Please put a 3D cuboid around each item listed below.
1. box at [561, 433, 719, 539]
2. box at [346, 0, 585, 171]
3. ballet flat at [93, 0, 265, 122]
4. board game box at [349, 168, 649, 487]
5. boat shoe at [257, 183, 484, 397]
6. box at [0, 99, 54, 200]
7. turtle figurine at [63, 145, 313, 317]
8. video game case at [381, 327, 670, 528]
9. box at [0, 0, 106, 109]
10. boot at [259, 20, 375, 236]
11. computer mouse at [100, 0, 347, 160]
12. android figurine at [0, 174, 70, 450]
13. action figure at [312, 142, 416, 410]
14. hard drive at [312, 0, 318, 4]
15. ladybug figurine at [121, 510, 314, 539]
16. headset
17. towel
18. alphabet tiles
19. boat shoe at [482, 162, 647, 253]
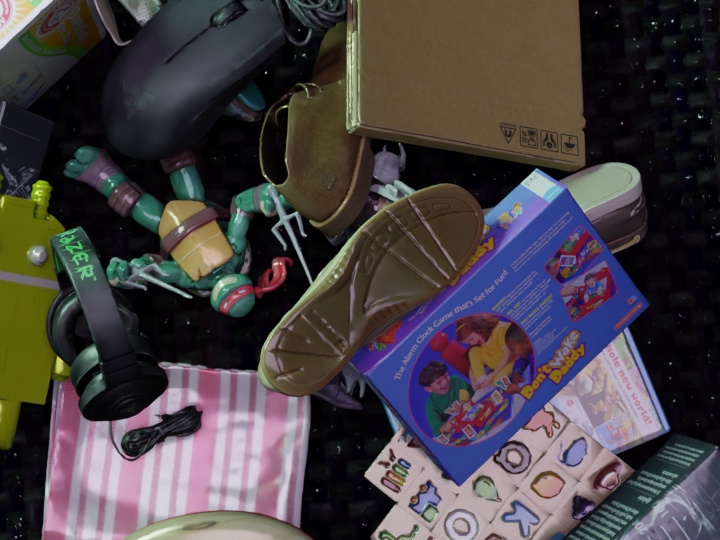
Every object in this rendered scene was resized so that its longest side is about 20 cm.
[{"bbox_3d":[0.239,0.261,1.496,0.196,0.124,0.200,-42,94,-4],"label":"box"},{"bbox_3d":[0.081,-0.169,1.545,0.199,0.021,0.164,8,71,-26],"label":"box"},{"bbox_3d":[-0.153,-0.183,1.579,0.074,0.074,0.200,-35,84,-5],"label":"ballet flat"},{"bbox_3d":[0.102,0.043,1.500,0.200,0.045,0.135,-42,123,-5],"label":"board game box"},{"bbox_3d":[0.002,0.011,1.444,0.200,0.065,0.071,-40,94,-13],"label":"boat shoe"},{"bbox_3d":[-0.349,-0.057,1.477,0.104,0.200,0.183,8,81,43],"label":"box"},{"bbox_3d":[-0.130,-0.030,1.538,0.149,0.101,0.200,-34,72,-14],"label":"turtle figurine"},{"bbox_3d":[0.121,0.096,1.572,0.199,0.018,0.144,-22,84,-4],"label":"video game case"},{"bbox_3d":[-0.267,-0.199,1.501,0.101,0.200,0.113,-43,87,-6],"label":"box"},{"bbox_3d":[-0.028,-0.125,1.524,0.075,0.074,0.201,32,44,-28],"label":"boot"},{"bbox_3d":[-0.121,-0.171,1.503,0.138,0.053,0.200,40,87,14],"label":"computer mouse"},{"bbox_3d":[-0.269,0.028,1.473,0.041,0.182,0.201,13,88,43],"label":"android figurine"},{"bbox_3d":[0.000,0.000,1.529,0.069,0.130,0.201,15,93,-25],"label":"action figure"},{"bbox_3d":[-0.032,-0.323,1.606,0.139,0.033,0.201,32,83,2],"label":"hard drive"},{"bbox_3d":[-0.110,0.236,1.510,0.199,0.072,0.136,-7,110,3],"label":"ladybug figurine"},{"bbox_3d":[-0.170,0.056,1.463,0.094,0.201,0.124,-19,41,-13],"label":"headset"},{"bbox_3d":[-0.140,0.143,1.553,0.199,0.030,0.147,4,84,-2],"label":"towel"},{"bbox_3d":[0.110,0.179,1.551,0.200,0.006,0.167,38,85,-1],"label":"alphabet tiles"},{"bbox_3d":[0.127,-0.019,1.561,0.199,0.072,0.060,-22,123,-5],"label":"boat shoe"}]
